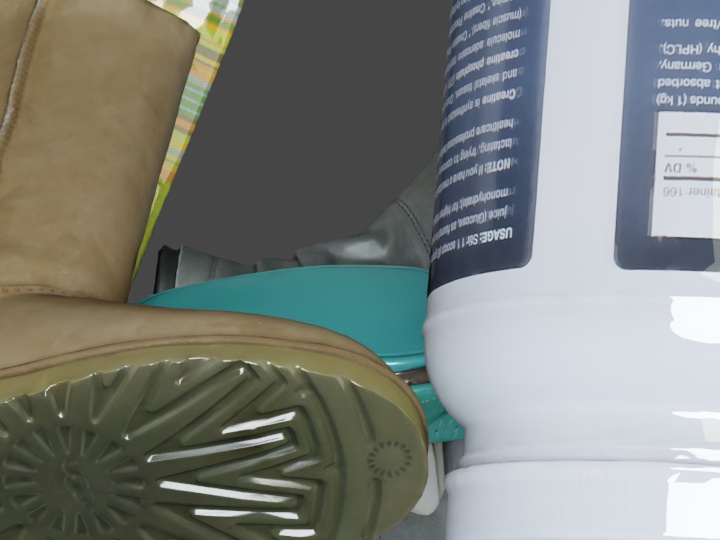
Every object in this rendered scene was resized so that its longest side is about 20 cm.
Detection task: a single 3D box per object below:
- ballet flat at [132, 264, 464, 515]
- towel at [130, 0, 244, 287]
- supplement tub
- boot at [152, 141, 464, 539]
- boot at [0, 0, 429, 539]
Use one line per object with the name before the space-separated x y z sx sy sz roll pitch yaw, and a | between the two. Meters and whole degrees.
ballet flat | 0.034 0.032 0.784 0.199 0.067 0.071 -8 114 2
towel | -0.105 -0.018 0.858 0.086 0.018 0.201 21 82 -1
supplement tub | 0.088 -0.027 0.687 0.139 0.140 0.201 6 79 -4
boot | 0.000 0.000 0.838 0.130 0.068 0.201 2 87 -3
boot | -0.064 -0.011 0.750 0.174 0.200 0.066 -1 127 6
